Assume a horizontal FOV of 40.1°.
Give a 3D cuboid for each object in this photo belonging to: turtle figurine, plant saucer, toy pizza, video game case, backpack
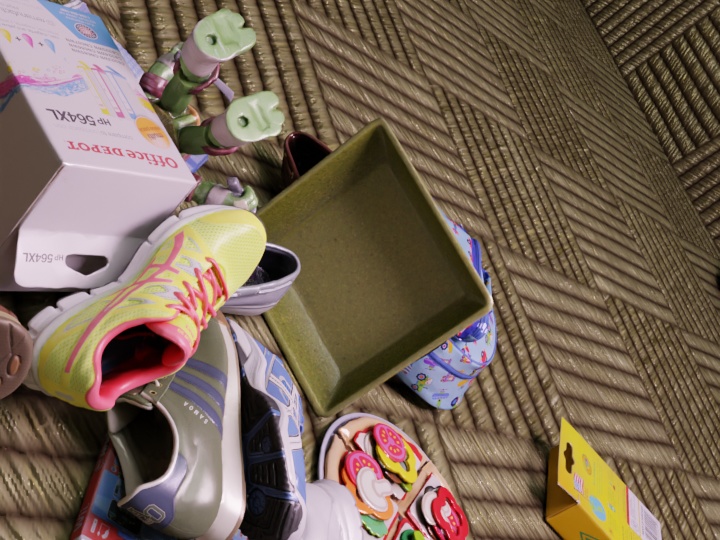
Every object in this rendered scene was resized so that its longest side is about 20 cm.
[{"bbox_3d":[-0.117,-0.126,0.816,0.198,0.193,0.146,17,68,-28],"label":"turtle figurine"},{"bbox_3d":[0.000,0.000,0.911,0.202,0.199,0.048,60,20,12],"label":"plant saucer"},{"bbox_3d":[0.039,0.217,0.900,0.199,0.032,0.202,37,32,-29],"label":"toy pizza"},{"bbox_3d":[-0.128,0.153,0.732,0.143,0.017,0.201,40,31,-24],"label":"video game case"},{"bbox_3d":[0.076,0.038,1.049,0.200,0.134,0.184,43,30,-25],"label":"backpack"}]

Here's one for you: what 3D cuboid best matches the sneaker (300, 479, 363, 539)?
[{"bbox_3d":[-0.029,0.245,0.726,0.087,0.074,0.201,24,31,-46],"label":"sneaker"}]

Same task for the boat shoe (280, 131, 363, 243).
[{"bbox_3d":[-0.032,-0.077,1.008,0.070,0.071,0.200,-21,39,-21],"label":"boat shoe"}]

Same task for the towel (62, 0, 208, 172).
[{"bbox_3d":[-0.229,-0.156,0.913,0.200,0.024,0.147,48,29,-12],"label":"towel"}]

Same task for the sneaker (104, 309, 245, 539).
[{"bbox_3d":[-0.136,0.092,0.696,0.089,0.067,0.202,26,38,-39],"label":"sneaker"}]

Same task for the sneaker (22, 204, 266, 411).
[{"bbox_3d":[-0.130,0.030,0.673,0.200,0.090,0.079,-41,133,-27],"label":"sneaker"}]

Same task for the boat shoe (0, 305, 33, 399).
[{"bbox_3d":[-0.295,0.030,0.574,0.198,0.073,0.067,16,12,-38],"label":"boat shoe"}]

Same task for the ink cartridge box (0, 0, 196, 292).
[{"bbox_3d":[-0.223,-0.081,0.706,0.128,0.125,0.201,1,49,-56],"label":"ink cartridge box"}]

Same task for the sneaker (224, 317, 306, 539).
[{"bbox_3d":[-0.069,0.118,0.739,0.077,0.076,0.201,29,28,-39],"label":"sneaker"}]

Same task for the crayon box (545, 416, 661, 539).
[{"bbox_3d":[0.281,0.287,1.172,0.200,0.051,0.127,48,28,-13],"label":"crayon box"}]

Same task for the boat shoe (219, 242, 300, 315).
[{"bbox_3d":[-0.133,-0.004,0.832,0.199,0.071,0.071,3,55,-48],"label":"boat shoe"}]
